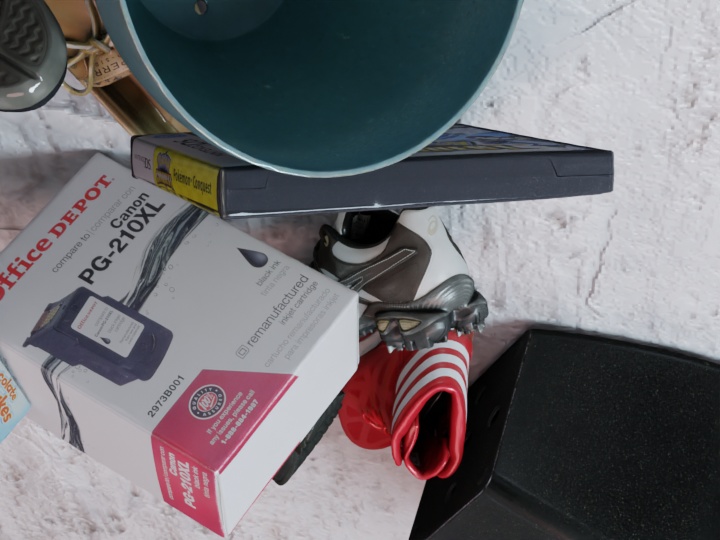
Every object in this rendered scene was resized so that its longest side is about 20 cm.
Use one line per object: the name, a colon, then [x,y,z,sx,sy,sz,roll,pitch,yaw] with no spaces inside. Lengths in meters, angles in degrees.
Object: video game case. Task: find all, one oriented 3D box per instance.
video game case: [-0.001,-0.055,0.832,0.199,0.026,0.181,-5,-170,-20]

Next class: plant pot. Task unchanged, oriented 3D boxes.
plant pot: [-0.042,-0.149,0.738,0.200,0.201,0.135,30,174,-29]
plant pot: [0.147,0.157,1.122,0.177,0.200,0.200,28,142,-10]

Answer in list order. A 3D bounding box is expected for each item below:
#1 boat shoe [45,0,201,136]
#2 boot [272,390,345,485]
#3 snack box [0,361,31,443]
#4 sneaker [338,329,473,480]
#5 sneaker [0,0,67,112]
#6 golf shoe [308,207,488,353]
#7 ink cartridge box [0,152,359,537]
boat shoe: [-0.114,-0.109,0.891,0.073,0.063,0.200,-18,137,33]
boot: [-0.080,0.076,1.128,0.130,0.068,0.200,37,163,5]
snack box: [-0.295,0.029,0.964,0.199,0.037,0.116,18,147,33]
sneaker: [0.022,0.101,1.117,0.078,0.116,0.200,12,145,-7]
sneaker: [-0.212,-0.114,0.858,0.199,0.077,0.114,18,161,31]
golf shoe: [0.000,0.000,1.029,0.199,0.078,0.095,-6,103,50]
ink cartridge box: [-0.121,0.040,0.971,0.199,0.145,0.085,28,149,19]
